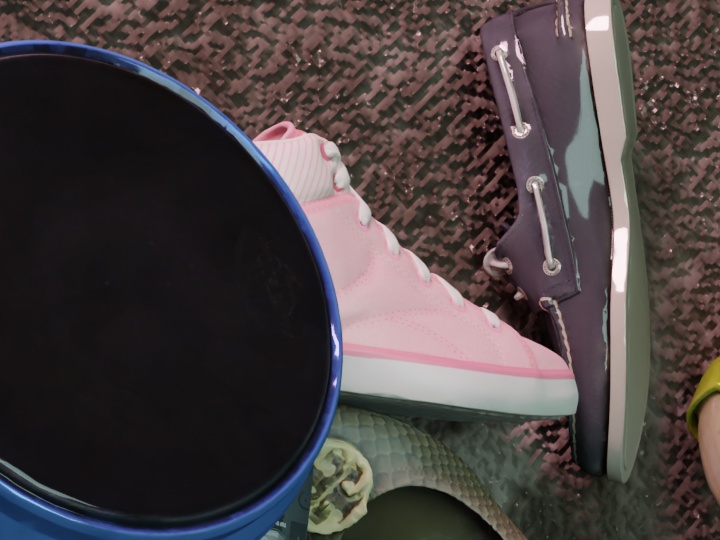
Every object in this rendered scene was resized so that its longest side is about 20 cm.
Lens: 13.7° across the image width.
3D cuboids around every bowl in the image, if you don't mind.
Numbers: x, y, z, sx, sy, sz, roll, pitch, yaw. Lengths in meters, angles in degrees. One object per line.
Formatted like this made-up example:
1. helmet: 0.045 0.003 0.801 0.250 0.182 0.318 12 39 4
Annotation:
1. bowl: -0.093 0.011 1.016 0.200 0.039 0.201 18 55 -27

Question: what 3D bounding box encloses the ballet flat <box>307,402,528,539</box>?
1. ballet flat: 0.039 0.122 1.156 0.067 0.046 0.200 -43 112 14

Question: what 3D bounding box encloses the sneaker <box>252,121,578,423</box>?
1. sneaker: 0.000 0.000 1.149 0.200 0.075 0.105 11 80 -24

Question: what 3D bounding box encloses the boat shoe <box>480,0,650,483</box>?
1. boat shoe: 0.083 -0.012 1.225 0.063 0.073 0.201 -4 87 12

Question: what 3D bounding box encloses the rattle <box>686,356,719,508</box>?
1. rattle: 0.237 0.086 1.213 0.130 0.143 0.200 2 49 -52

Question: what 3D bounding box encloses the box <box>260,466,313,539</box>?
1. box: -0.117 0.123 1.017 0.200 0.051 0.158 15 70 -28
